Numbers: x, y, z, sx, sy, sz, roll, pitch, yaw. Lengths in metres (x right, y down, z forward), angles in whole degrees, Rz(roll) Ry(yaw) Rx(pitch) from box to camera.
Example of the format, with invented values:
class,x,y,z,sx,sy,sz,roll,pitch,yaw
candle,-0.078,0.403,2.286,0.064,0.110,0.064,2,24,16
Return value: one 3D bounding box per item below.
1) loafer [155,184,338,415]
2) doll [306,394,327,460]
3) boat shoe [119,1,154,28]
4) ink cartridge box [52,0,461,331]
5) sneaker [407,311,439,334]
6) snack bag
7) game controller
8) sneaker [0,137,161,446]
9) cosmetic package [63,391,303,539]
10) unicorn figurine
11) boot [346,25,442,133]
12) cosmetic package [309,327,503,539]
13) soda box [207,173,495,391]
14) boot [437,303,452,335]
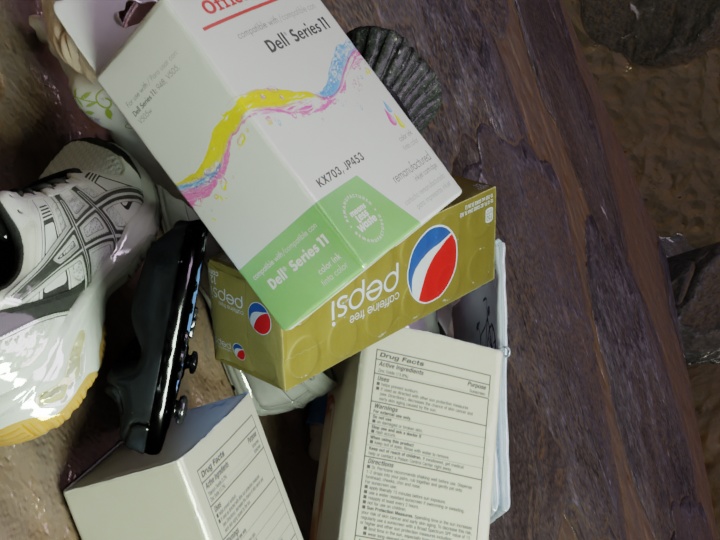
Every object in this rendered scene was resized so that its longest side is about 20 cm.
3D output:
class,x,y,z,sx,sy,sz,roll,pitch,yaw
loafer,-0.073,-0.004,0.849,0.070,0.069,0.202,-62,132,-64
doll,0.005,0.120,0.991,0.136,0.048,0.203,-17,88,-50
boat shoe,-0.092,-0.191,0.847,0.072,0.067,0.200,48,59,-13
ink cartridge box,-0.050,-0.086,0.676,0.201,0.067,0.117,53,37,0
sneaker,0.027,0.016,1.008,0.081,0.076,0.201,55,27,-25
snack bag,0.084,0.093,0.986,0.189,0.021,0.203,106,-13,-72
game controller,-0.095,0.027,0.672,0.200,0.042,0.106,-147,-103,-83
sneaker,-0.153,-0.017,0.626,0.088,0.075,0.201,55,23,-32
cosmetic package,-0.070,0.180,0.692,0.103,0.072,0.203,-39,110,-70
unicorn figurine,-0.110,-0.082,0.744,0.199,0.074,0.137,27,14,-44
boot,-0.005,-0.110,0.919,0.212,0.078,0.159,75,35,-66
cosmetic package,0.025,0.147,0.847,0.087,0.102,0.203,132,-30,-64
soda box,0.000,0.000,0.815,0.199,0.064,0.069,-25,123,-41
boot,0.008,0.021,1.072,0.201,0.068,0.190,52,39,-34
